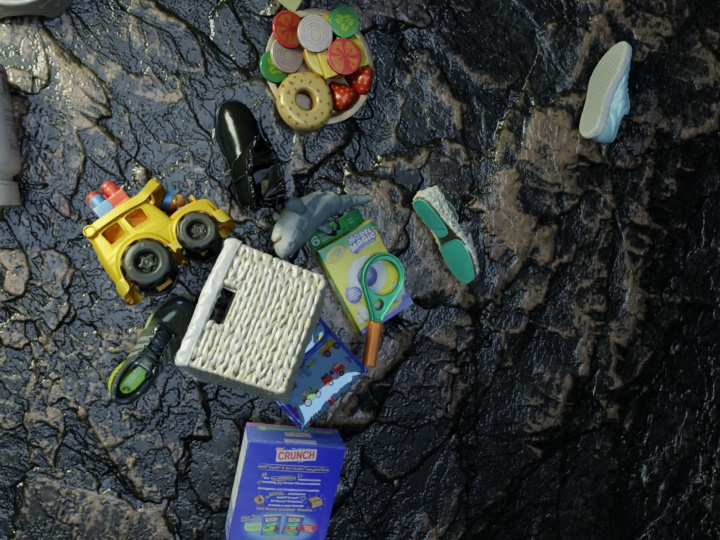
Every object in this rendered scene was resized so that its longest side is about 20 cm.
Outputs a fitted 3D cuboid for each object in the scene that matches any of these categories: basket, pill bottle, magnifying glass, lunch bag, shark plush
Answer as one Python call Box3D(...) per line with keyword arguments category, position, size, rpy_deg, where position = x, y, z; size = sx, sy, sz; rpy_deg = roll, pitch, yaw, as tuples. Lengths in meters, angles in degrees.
Box3D(category="basket", position=(-0.157, 0.089, 0.929), size=(0.160, 0.200, 0.199), rpy_deg=(20, 73, 0))
Box3D(category="pill bottle", position=(-0.547, -0.187, 0.859), size=(0.113, 0.113, 0.201), rpy_deg=(-8, 96, -18))
Box3D(category="magnifying glass", position=(0.030, 0.068, 1.070), size=(0.079, 0.022, 0.201), rpy_deg=(9, 93, -20))
Box3D(category="lunch bag", position=(-0.112, 0.146, 1.052), size=(0.150, 0.094, 0.200), rpy_deg=(-42, 92, -10))
Box3D(category="shark plush", position=(-0.071, -0.089, 1.054), size=(0.200, 0.091, 0.084), rpy_deg=(-24, 87, -39))

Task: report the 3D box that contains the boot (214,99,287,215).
Box3D(category="boot", position=(-0.173, -0.181, 0.957), size=(0.073, 0.162, 0.199), rpy_deg=(-12, 98, -19))

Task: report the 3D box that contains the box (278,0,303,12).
Box3D(category="box", position=(-0.125, -0.518, 0.931), size=(0.176, 0.200, 0.097), rpy_deg=(35, 83, -17))

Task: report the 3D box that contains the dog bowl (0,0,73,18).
Box3D(category="dog bowl", position=(-0.510, -0.465, 0.881), size=(0.199, 0.059, 0.201), rpy_deg=(-2, 95, -19))

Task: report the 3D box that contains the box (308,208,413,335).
Box3D(category="box", position=(0.000, 0.000, 1.089), size=(0.117, 0.048, 0.200), rpy_deg=(-32, 101, -14))

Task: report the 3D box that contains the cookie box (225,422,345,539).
Box3D(category="cookie box", position=(-0.129, 0.371, 1.043), size=(0.171, 0.075, 0.201), rpy_deg=(10, 99, -19))

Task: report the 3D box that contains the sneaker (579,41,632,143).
Box3D(category="sneaker", position=(0.507, -0.352, 1.227), size=(0.082, 0.074, 0.201), rpy_deg=(17, 96, -27))

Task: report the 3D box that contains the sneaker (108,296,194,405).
Box3D(category="sneaker", position=(-0.328, 0.133, 0.970), size=(0.074, 0.081, 0.200), rpy_deg=(33, 83, -18))

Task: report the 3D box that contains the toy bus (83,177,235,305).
Box3D(category="toy bus", position=(-0.323, -0.072, 0.945), size=(0.200, 0.136, 0.192), rpy_deg=(-37, 88, -15))

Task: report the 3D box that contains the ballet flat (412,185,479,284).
Box3D(category="ballet flat", position=(0.172, -0.072, 1.134), size=(0.072, 0.072, 0.200), rpy_deg=(-36, 104, -13))

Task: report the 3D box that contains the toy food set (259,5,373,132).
Box3D(category="toy food set", position=(-0.070, -0.349, 1.038), size=(0.200, 0.049, 0.199), rpy_deg=(-24, 102, -15))
